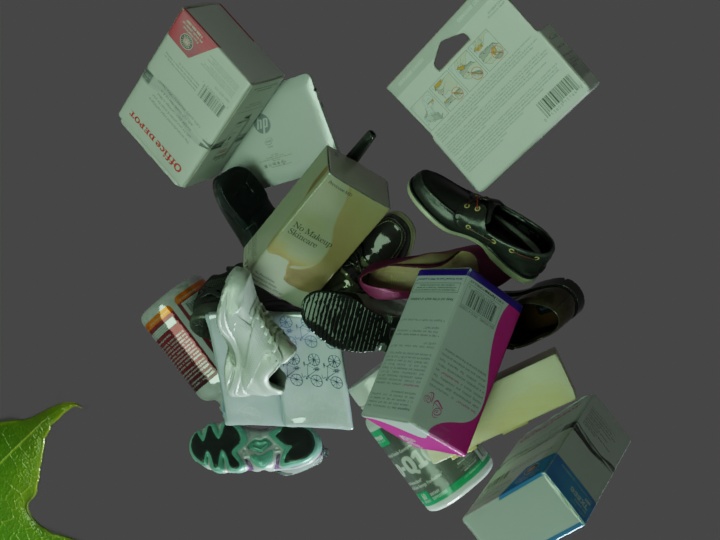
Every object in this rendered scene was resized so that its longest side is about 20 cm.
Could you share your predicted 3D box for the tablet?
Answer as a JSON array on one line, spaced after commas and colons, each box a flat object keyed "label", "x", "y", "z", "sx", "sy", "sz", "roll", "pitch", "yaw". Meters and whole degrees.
[{"label": "tablet", "x": -0.123, "y": -0.182, "z": 1.683, "sx": 0.199, "sy": 0.014, "sz": 0.131, "roll": -13, "pitch": 103, "yaw": 34}]

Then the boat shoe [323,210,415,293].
[{"label": "boat shoe", "x": 0.000, "y": 0.000, "z": 1.655, "sx": 0.073, "sy": 0.065, "sz": 0.200, "roll": 46, "pitch": 126, "yaw": 8}]

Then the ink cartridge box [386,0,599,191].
[{"label": "ink cartridge box", "x": 0.155, "y": -0.222, "z": 1.475, "sx": 0.176, "sy": 0.045, "sz": 0.200, "roll": 49, "pitch": 126, "yaw": 2}]

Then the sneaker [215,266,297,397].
[{"label": "sneaker", "x": -0.132, "y": 0.081, "z": 1.625, "sx": 0.099, "sy": 0.078, "sz": 0.201, "roll": 5, "pitch": 126, "yaw": 13}]

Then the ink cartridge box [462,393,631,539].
[{"label": "ink cartridge box", "x": 0.236, "y": 0.260, "z": 1.544, "sx": 0.084, "sy": 0.200, "sz": 0.145, "roll": 50, "pitch": 127, "yaw": 0}]

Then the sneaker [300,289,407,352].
[{"label": "sneaker", "x": 0.015, "y": 0.065, "z": 1.625, "sx": 0.198, "sy": 0.089, "sz": 0.075, "roll": 16, "pitch": 107, "yaw": -11}]

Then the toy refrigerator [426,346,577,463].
[{"label": "toy refrigerator", "x": 0.172, "y": 0.173, "z": 1.565, "sx": 0.199, "sy": 0.076, "sz": 0.070, "roll": -25, "pitch": 89, "yaw": 8}]

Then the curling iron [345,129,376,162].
[{"label": "curling iron", "x": -0.028, "y": -0.111, "z": 1.649, "sx": 0.049, "sy": 0.026, "sz": 0.201, "roll": 34, "pitch": 124, "yaw": 3}]

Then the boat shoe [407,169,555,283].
[{"label": "boat shoe", "x": 0.150, "y": -0.067, "z": 1.527, "sx": 0.201, "sy": 0.074, "sz": 0.063, "roll": 36, "pitch": 137, "yaw": 5}]

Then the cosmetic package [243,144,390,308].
[{"label": "cosmetic package", "x": -0.059, "y": -0.054, "z": 1.622, "sx": 0.105, "sy": 0.071, "sz": 0.200, "roll": 27, "pitch": 121, "yaw": -22}]

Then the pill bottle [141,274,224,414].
[{"label": "pill bottle", "x": -0.221, "y": 0.115, "z": 1.811, "sx": 0.113, "sy": 0.113, "sz": 0.200, "roll": -38, "pitch": 88, "yaw": 37}]

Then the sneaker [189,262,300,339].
[{"label": "sneaker", "x": -0.136, "y": 0.045, "z": 1.754, "sx": 0.198, "sy": 0.115, "sz": 0.076, "roll": 6, "pitch": 143, "yaw": 0}]

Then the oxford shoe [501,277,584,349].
[{"label": "oxford shoe", "x": 0.181, "y": 0.068, "z": 1.565, "sx": 0.199, "sy": 0.084, "sz": 0.073, "roll": -28, "pitch": 97, "yaw": 38}]

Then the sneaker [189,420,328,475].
[{"label": "sneaker", "x": -0.144, "y": 0.273, "z": 1.833, "sx": 0.198, "sy": 0.140, "sz": 0.078, "roll": 1, "pitch": 73, "yaw": 13}]

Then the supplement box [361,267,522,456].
[{"label": "supplement box", "x": 0.099, "y": 0.109, "z": 1.489, "sx": 0.101, "sy": 0.201, "sz": 0.103, "roll": 34, "pitch": 159, "yaw": -31}]

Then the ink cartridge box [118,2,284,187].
[{"label": "ink cartridge box", "x": -0.217, "y": -0.235, "z": 1.661, "sx": 0.147, "sy": 0.083, "sz": 0.200, "roll": 48, "pitch": 125, "yaw": 11}]

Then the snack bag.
[{"label": "snack bag", "x": -0.114, "y": 0.136, "z": 1.695, "sx": 0.198, "sy": 0.021, "sz": 0.190, "roll": 1, "pitch": 116, "yaw": 17}]

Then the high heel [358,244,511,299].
[{"label": "high heel", "x": 0.099, "y": 0.006, "z": 1.559, "sx": 0.199, "sy": 0.096, "sz": 0.068, "roll": -13, "pitch": 85, "yaw": 19}]

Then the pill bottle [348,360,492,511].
[{"label": "pill bottle", "x": 0.079, "y": 0.214, "z": 1.672, "sx": 0.113, "sy": 0.113, "sz": 0.201, "roll": -37, "pitch": 89, "yaw": 37}]

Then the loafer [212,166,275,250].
[{"label": "loafer", "x": -0.138, "y": -0.054, "z": 1.724, "sx": 0.201, "sy": 0.073, "sz": 0.072, "roll": 61, "pitch": 158, "yaw": -12}]
